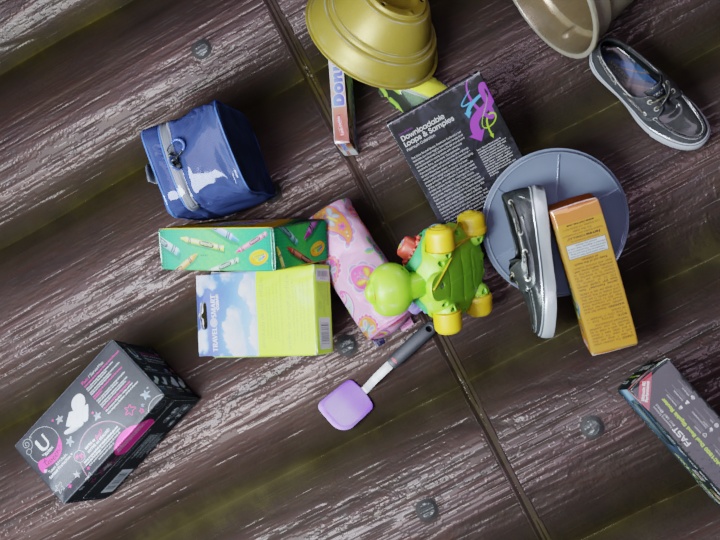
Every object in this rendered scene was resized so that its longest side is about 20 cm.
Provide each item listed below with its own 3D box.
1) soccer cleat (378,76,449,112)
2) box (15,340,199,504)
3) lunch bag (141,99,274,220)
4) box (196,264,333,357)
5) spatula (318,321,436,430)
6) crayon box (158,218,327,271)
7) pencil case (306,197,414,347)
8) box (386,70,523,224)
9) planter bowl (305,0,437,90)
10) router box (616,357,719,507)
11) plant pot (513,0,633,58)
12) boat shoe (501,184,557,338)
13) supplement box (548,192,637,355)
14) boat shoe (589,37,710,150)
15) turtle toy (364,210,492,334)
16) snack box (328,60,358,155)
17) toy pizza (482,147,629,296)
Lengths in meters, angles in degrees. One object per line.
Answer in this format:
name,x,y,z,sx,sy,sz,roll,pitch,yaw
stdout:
soccer cleat,0.082,-0.256,1.339,0.084,0.065,0.200,-29,76,-18
box,-0.348,0.208,1.313,0.115,0.132,0.200,44,92,15
lunch bag,-0.216,-0.142,1.298,0.132,0.200,0.136,-21,85,9
box,-0.135,0.058,1.308,0.199,0.048,0.122,-4,87,30
spatula,0.031,0.142,1.311,0.200,0.021,0.057,-43,77,2
crayon box,-0.159,-0.035,1.279,0.199,0.119,0.058,1,99,33
pencil case,0.000,0.000,1.304,0.087,0.087,0.200,-34,79,4
box,0.143,-0.148,1.282,0.143,0.036,0.200,-28,105,5
planter bowl,0.033,-0.347,1.283,0.200,0.083,0.201,13,54,-19
router box,0.412,0.203,1.172,0.062,0.150,0.200,-40,78,3
plant pot,0.315,-0.419,1.257,0.183,0.200,0.201,-36,78,-7
boat shoe,0.219,-0.010,1.234,0.056,0.069,0.201,-6,94,3
supplement box,0.301,0.005,1.231,0.069,0.067,0.201,-18,97,8
boat shoe,0.390,-0.242,1.273,0.070,0.066,0.200,-41,78,3
turtle toy,0.090,0.005,1.227,0.101,0.200,0.146,7,110,39
snack box,-0.027,-0.269,1.345,0.024,0.072,0.201,-6,82,9
toy pizza,0.260,-0.064,1.273,0.199,0.032,0.201,0,100,-2
